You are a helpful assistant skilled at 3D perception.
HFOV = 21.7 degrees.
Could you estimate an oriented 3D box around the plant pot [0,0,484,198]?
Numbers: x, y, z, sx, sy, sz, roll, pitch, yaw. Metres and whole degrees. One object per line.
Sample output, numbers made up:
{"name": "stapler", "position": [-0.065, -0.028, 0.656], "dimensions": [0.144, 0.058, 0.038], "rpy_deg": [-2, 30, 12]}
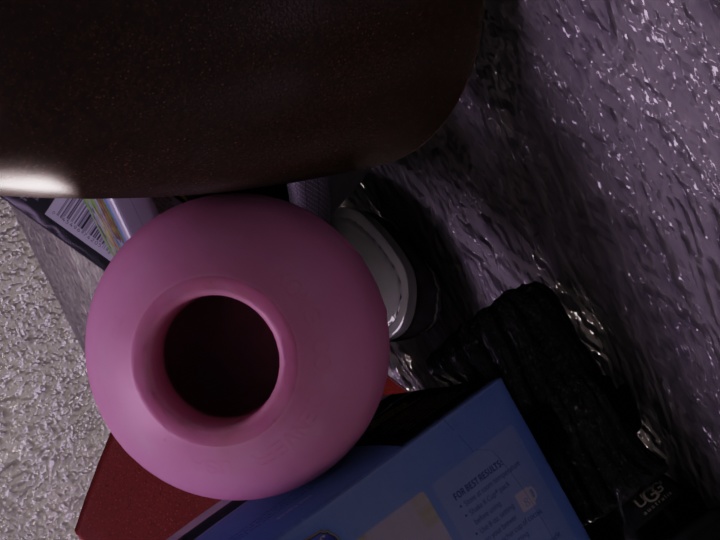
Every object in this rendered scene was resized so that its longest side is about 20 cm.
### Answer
{"name": "plant pot", "position": [-0.087, -0.104, 0.720], "dimensions": [0.186, 0.200, 0.188], "rpy_deg": [21, 122, 39]}

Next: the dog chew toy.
{"name": "dog chew toy", "position": [-0.044, 0.027, 0.813], "dimensions": [0.125, 0.124, 0.200], "rpy_deg": [60, -173, -1]}

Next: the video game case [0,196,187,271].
{"name": "video game case", "position": [-0.155, -0.104, 1.077], "dimensions": [0.200, 0.181, 0.026], "rpy_deg": [36, -149, -5]}

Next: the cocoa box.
{"name": "cocoa box", "position": [-0.010, 0.154, 0.797], "dimensions": [0.134, 0.200, 0.131], "rpy_deg": [60, 152, -6]}

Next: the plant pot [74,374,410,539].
{"name": "plant pot", "position": [-0.038, 0.140, 1.068], "dimensions": [0.200, 0.176, 0.200], "rpy_deg": [35, 172, 39]}

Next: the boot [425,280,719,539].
{"name": "boot", "position": [0.092, 0.105, 0.888], "dimensions": [0.158, 0.079, 0.211], "rpy_deg": [49, 153, 16]}

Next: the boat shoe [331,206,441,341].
{"name": "boat shoe", "position": [0.000, 0.000, 1.068], "dimensions": [0.201, 0.060, 0.072], "rpy_deg": [24, 103, 62]}

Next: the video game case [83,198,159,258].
{"name": "video game case", "position": [-0.138, -0.055, 0.987], "dimensions": [0.201, 0.022, 0.182], "rpy_deg": [67, 169, -21]}

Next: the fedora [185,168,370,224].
{"name": "fedora", "position": [-0.036, -0.090, 0.938], "dimensions": [0.177, 0.090, 0.200], "rpy_deg": [49, 156, 35]}
